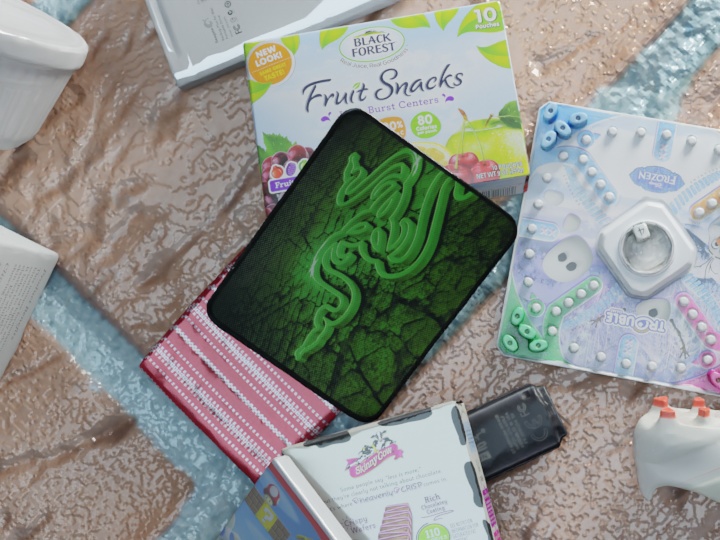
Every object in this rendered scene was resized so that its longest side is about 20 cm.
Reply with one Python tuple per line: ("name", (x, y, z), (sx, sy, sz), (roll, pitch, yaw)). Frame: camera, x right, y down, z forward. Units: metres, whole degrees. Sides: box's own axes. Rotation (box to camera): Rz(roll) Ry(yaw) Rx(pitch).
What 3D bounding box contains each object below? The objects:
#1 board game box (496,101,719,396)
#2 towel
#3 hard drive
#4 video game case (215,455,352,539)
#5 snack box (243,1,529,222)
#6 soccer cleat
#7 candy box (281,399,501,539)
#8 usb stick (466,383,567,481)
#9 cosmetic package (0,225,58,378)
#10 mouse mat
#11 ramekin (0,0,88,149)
("board game box", (0.218, -0.017, 1.114), (0.199, 0.026, 0.201), (10, 87, 7))
("towel", (-0.057, 0.050, 1.143), (0.145, 0.022, 0.200), (44, 92, 8))
("hard drive", (-0.074, -0.241, 1.164), (0.199, 0.026, 0.132), (-22, 84, 4))
("video game case", (-0.066, 0.253, 1.066), (0.143, 0.017, 0.200), (50, 121, 25))
("snack box", (0.019, -0.117, 1.119), (0.199, 0.053, 0.143), (-9, 76, 2))
("soccer cleat", (0.300, 0.137, 1.079), (0.199, 0.069, 0.078), (2, 103, 7))
("candy box", (0.035, 0.207, 1.066), (0.136, 0.061, 0.201), (-15, 84, 8))
("usb stick", (0.059, 0.148, 1.117), (0.199, 0.033, 0.056), (-26, 81, 4))
("cosmetic package", (-0.358, 0.021, 1.090), (0.166, 0.200, 0.168), (26, 90, 8))
("mouse mat", (0.000, 0.000, 1.093), (0.161, 0.008, 0.200), (34, 102, -9))
("ramekin", (-0.314, -0.167, 1.107), (0.202, 0.202, 0.094), (27, 103, 8))
